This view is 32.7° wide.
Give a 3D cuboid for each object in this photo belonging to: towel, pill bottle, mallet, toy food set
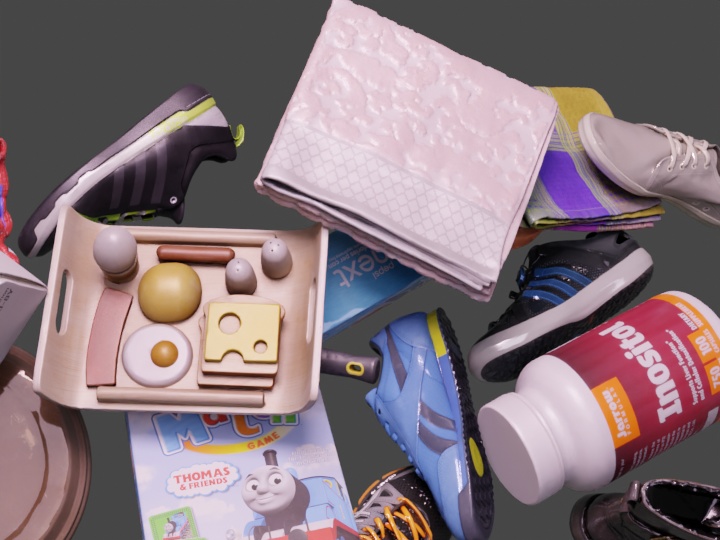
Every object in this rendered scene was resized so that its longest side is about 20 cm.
[{"bbox_3d":[0.039,-0.097,0.923,0.198,0.032,0.193,25,59,-5],"label":"towel"},{"bbox_3d":[0.198,0.105,0.984,0.198,0.113,0.114,-25,81,-20],"label":"pill bottle"},{"bbox_3d":[-0.082,0.067,0.916,0.197,0.041,0.067,17,98,19],"label":"mallet"},{"bbox_3d":[-0.123,0.023,0.872,0.196,0.061,0.146,2,65,1],"label":"toy food set"},{"bbox_3d":[0.170,-0.099,1.033,0.198,0.023,0.145,-4,63,-44],"label":"towel"}]

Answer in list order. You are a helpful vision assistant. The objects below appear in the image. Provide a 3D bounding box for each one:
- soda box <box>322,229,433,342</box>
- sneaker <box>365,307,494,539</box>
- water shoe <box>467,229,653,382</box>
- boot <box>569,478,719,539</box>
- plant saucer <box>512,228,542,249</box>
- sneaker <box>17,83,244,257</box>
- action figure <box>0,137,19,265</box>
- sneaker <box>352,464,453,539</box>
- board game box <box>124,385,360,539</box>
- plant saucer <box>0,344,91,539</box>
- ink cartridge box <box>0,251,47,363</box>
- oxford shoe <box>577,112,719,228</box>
[{"bbox_3d":[0.000,0.000,0.989,0.198,0.064,0.068,-29,82,-20],"label":"soda box"},{"bbox_3d":[0.051,0.124,0.946,0.077,0.066,0.202,-20,54,12],"label":"sneaker"},{"bbox_3d":[0.154,0.024,1.030,0.198,0.072,0.079,-27,64,-26],"label":"water shoe"},{"bbox_3d":[0.266,0.205,0.939,0.197,0.174,0.070,14,71,-10],"label":"boot"},{"bbox_3d":[0.086,-0.109,1.011,0.198,0.032,0.202,25,44,-26],"label":"plant saucer"},{"bbox_3d":[-0.173,-0.063,0.958,0.199,0.072,0.083,-41,102,-14],"label":"sneaker"},{"bbox_3d":[-0.308,-0.087,0.916,0.065,0.099,0.201,-32,87,-42],"label":"action figure"},{"bbox_3d":[0.009,0.215,0.923,0.199,0.077,0.079,-38,84,-23],"label":"sneaker"},{"bbox_3d":[-0.086,0.163,0.887,0.149,0.037,0.202,-7,48,-13],"label":"board game box"},{"bbox_3d":[-0.295,0.143,0.891,0.197,0.029,0.203,4,74,-14],"label":"plant saucer"},{"bbox_3d":[-0.339,0.014,0.841,0.199,0.083,0.146,34,90,13],"label":"ink cartridge box"},{"bbox_3d":[0.268,-0.095,1.058,0.198,0.058,0.076,20,51,-29],"label":"oxford shoe"}]
